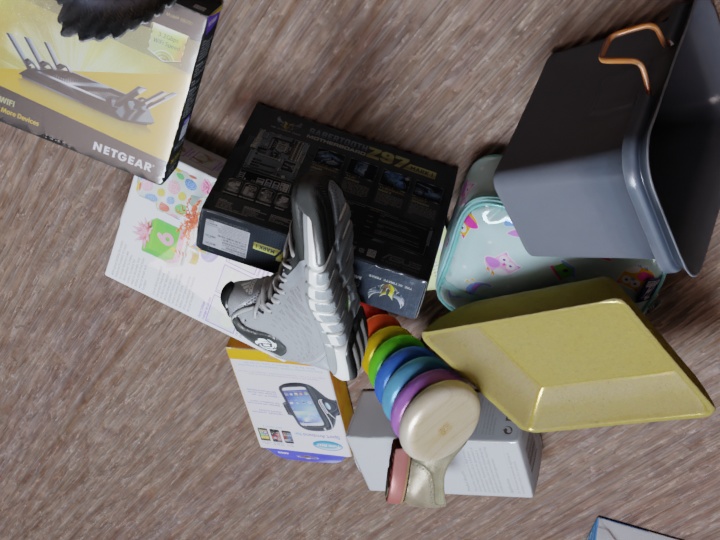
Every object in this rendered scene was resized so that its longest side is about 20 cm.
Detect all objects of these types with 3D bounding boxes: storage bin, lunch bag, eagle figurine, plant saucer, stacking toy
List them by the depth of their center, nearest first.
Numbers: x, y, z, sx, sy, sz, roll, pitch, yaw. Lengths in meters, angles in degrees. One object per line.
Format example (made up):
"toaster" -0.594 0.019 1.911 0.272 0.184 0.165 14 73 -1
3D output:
"eagle figurine" -0.144 -0.266 0.787 0.150 0.151 0.203 29 112 24
"storage bin" 0.185 -0.101 0.813 0.133 0.201 0.146 -5 133 36
"plant saucer" 0.186 0.072 0.971 0.198 0.049 0.200 -12 140 37
"lunch bag" 0.172 -0.006 0.982 0.197 0.078 0.162 17 135 -1
"stacking toy" 0.032 0.091 1.067 0.084 0.200 0.087 -16 129 -22

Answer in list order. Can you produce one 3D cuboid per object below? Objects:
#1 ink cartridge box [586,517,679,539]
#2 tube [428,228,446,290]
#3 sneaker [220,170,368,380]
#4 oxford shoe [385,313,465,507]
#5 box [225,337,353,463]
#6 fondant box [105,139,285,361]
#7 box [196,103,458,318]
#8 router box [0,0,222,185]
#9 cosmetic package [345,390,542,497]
"ink cartridge box" 0.313 0.394 1.339 0.114 0.067 0.202 15 136 5
"tube" 0.000 0.000 1.080 0.197 0.053 0.058 -9 169 20
"sneaker" -0.063 0.008 0.862 0.113 0.076 0.202 6 133 16
"oxford shoe" 0.078 0.146 1.132 0.073 0.071 0.204 12 101 -2
"box" -0.073 0.146 1.257 0.117 0.042 0.202 4 137 16
"fondant box" -0.130 -0.023 1.049 0.197 0.058 0.146 25 116 2
"box" -0.024 -0.055 0.950 0.197 0.159 0.051 18 134 1
"router box" -0.234 -0.185 0.940 0.197 0.052 0.159 21 116 -1
"cosmetic package" 0.094 0.191 1.215 0.197 0.075 0.103 0 133 23
